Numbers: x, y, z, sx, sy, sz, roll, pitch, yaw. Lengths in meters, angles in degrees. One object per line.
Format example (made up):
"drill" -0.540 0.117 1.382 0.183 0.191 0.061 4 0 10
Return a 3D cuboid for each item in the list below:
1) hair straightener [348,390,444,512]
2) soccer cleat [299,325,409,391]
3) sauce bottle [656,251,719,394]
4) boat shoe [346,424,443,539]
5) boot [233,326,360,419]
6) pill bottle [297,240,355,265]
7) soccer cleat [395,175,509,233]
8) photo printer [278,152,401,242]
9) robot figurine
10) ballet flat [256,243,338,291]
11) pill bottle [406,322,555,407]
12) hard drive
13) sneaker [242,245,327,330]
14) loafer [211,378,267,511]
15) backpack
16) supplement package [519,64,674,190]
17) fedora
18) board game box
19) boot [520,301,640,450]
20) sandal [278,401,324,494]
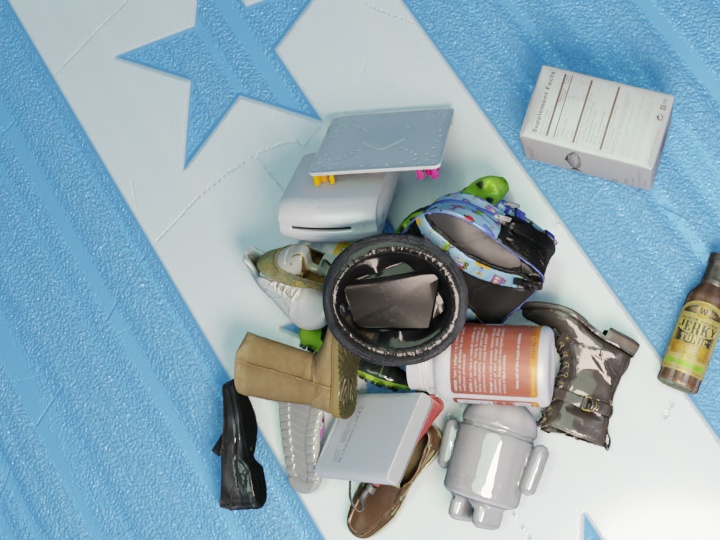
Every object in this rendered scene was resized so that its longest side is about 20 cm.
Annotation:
"hair straightener" 0.044 0.259 1.613 0.041 0.077 0.201 35 84 -24
"soccer cleat" -0.002 0.117 1.688 0.199 0.067 0.082 26 87 20
"sauce bottle" 0.484 0.073 1.584 0.064 0.065 0.202 19 84 16
"boat shoe" 0.042 0.308 1.643 0.074 0.075 0.203 34 89 17
"boot" -0.096 0.122 1.644 0.198 0.066 0.177 12 99 33
"pill bottle" 0.000 0.000 1.697 0.199 0.104 0.105 30 88 18
"soccer cleat" 0.142 -0.084 1.701 0.199 0.081 0.068 -29 85 29
"photo printer" -0.033 -0.111 1.683 0.164 0.201 0.070 1 122 13
"robot figurine" 0.188 0.266 1.594 0.168 0.113 0.202 12 82 31
"ballet flat" -0.063 -0.005 1.627 0.198 0.071 0.071 18 84 18
"pill bottle" 0.169 0.130 1.557 0.198 0.112 0.114 2 80 15
"hard drive" 0.016 0.241 1.605 0.027 0.199 0.133 34 67 -24
"sneaker" -0.115 0.027 1.699 0.200 0.080 0.071 32 83 41
"loafer" -0.198 0.270 1.714 0.072 0.073 0.202 -12 76 16
"backpack" 0.157 -0.027 1.594 0.199 0.183 0.135 33 48 -5
"supplement package" 0.349 -0.210 1.643 0.198 0.117 0.119 17 84 17
"fedora" 0.048 0.035 1.536 0.198 0.092 0.203 1 99 3
"board game box" 0.037 -0.190 1.697 0.198 0.201 0.026 -2 122 14
"boot" 0.296 0.151 1.613 0.198 0.069 0.176 24 85 15
"sandal" -0.083 0.237 1.705 0.082 0.050 0.205 5 93 30
